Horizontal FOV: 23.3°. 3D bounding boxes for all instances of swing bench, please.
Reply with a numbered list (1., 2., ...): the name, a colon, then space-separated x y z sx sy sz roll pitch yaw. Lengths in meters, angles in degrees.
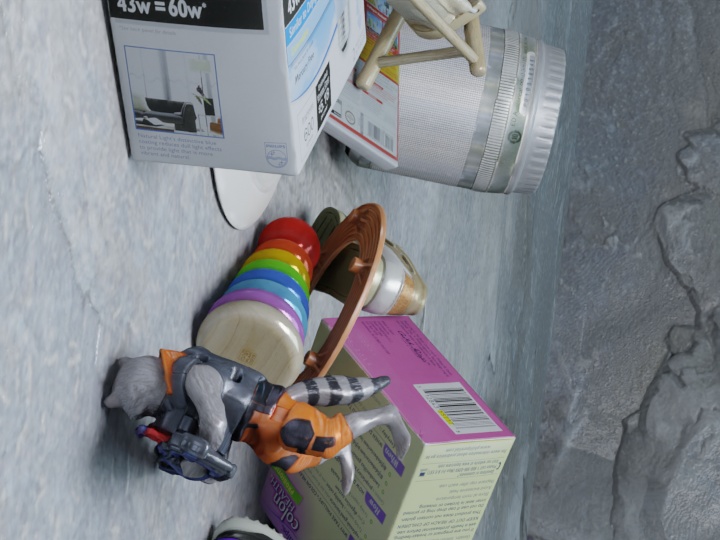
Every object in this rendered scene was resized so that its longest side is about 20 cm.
1. swing bench: 0.022 -0.289 1.460 0.199 0.129 0.201 38 57 -50

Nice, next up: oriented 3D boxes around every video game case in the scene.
1. video game case: -0.008 -0.206 1.555 0.143 0.017 0.201 29 57 -51

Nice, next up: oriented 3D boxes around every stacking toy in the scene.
1. stacking toy: -0.071 0.015 1.416 0.200 0.085 0.086 -73 163 -58

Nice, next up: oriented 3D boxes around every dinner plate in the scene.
1. dinner plate: -0.082 -0.133 1.424 0.200 0.024 0.201 5 90 -76

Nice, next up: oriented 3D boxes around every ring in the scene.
1. ring: -0.037 0.030 1.460 0.201 0.019 0.201 -54 -161 28

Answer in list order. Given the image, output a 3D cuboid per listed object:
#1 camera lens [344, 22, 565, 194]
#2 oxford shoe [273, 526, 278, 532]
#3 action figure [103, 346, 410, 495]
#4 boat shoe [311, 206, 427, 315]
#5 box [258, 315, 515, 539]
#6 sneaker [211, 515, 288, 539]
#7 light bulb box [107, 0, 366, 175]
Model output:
1. camera lens: 0.086 -0.165 1.700 0.160 0.199 0.161 -169 -90 -88
2. oxford shoe: -0.032 0.242 1.667 0.200 0.070 0.074 8 84 -77
3. action figure: -0.083 0.101 1.207 0.200 0.192 0.105 161 -56 -70
4. boat shoe: 0.000 0.000 1.553 0.075 0.068 0.200 -63 -158 10
5. box: 0.017 0.170 1.475 0.096 0.176 0.201 0 122 -35
6. sneaker: -0.042 0.271 1.374 0.100 0.199 0.070 -50 156 -62
7. light bulb box: -0.081 -0.203 1.181 0.199 0.124 0.201 -68 159 -51
